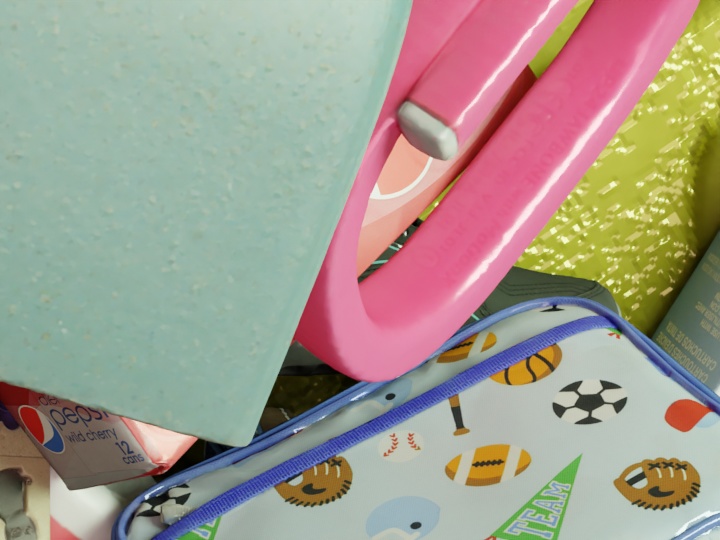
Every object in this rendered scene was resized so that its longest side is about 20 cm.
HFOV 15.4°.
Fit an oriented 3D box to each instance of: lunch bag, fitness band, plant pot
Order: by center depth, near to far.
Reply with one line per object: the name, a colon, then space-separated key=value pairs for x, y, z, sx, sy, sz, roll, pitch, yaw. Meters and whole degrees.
plant pot: x=-0.092 y=-0.108 z=0.668 sx=0.196 sy=0.196 sz=0.201 roll=18 pitch=111 yaw=-32
fitness band: x=0.047 y=-0.054 z=0.792 sx=0.037 sy=0.144 sz=0.200 roll=34 pitch=73 yaw=19
lunch bag: x=0.023 y=0.090 z=0.824 sx=0.199 sy=0.160 sz=0.076 roll=-24 pitch=128 yaw=-17

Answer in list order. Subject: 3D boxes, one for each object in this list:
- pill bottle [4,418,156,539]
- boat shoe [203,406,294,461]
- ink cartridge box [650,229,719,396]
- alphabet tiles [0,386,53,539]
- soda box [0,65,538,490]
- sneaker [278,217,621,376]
pill bottle: x=-0.166 y=0.122 z=0.893 sx=0.120 sy=0.120 sz=0.200 roll=42 pitch=94 yaw=-19
boat shoe: x=-0.002 y=0.128 z=0.961 sx=0.072 sy=0.072 sz=0.201 roll=-21 pitch=119 yaw=-11
ink cartridge box: x=0.184 y=0.038 z=0.967 sx=0.136 sy=0.076 sz=0.201 roll=30 pitch=96 yaw=-17
alphabet tiles: x=-0.138 y=-0.012 z=0.806 sx=0.166 sy=0.006 sz=0.201 roll=5 pitch=79 yaw=-36
soda box: x=-0.033 y=-0.022 z=0.839 sx=0.200 sy=0.063 sz=0.070 roll=-46 pitch=109 yaw=-31
sneaker: x=0.000 y=0.000 z=0.918 sx=0.199 sy=0.075 sz=0.080 roll=3 pitch=92 yaw=-20
